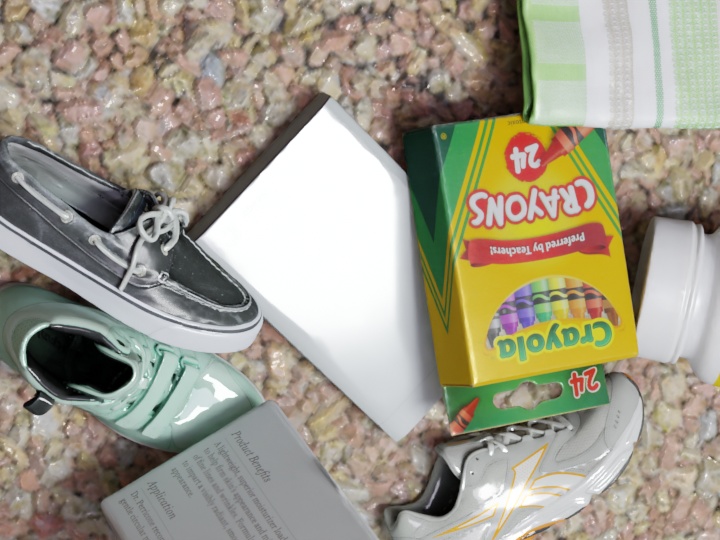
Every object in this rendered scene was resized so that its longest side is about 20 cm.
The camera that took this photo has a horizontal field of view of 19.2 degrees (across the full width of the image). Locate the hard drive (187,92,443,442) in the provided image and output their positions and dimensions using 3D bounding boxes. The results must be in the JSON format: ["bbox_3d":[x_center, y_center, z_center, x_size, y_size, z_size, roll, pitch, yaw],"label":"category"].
[{"bbox_3d":[0.000,0.000,1.384,0.132,0.026,0.200,-47,112,-3],"label":"hard drive"}]

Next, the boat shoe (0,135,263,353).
[{"bbox_3d":[-0.140,-0.020,1.295,0.199,0.074,0.068,31,123,-9],"label":"boat shoe"}]

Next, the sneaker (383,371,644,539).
[{"bbox_3d":[0.102,0.131,1.425,0.200,0.076,0.092,-45,107,-5],"label":"sneaker"}]

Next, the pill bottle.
[{"bbox_3d":[0.283,0.029,1.410,0.200,0.114,0.114,11,100,2],"label":"pill bottle"}]

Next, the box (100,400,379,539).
[{"bbox_3d":[-0.039,0.224,1.307,0.131,0.199,0.200,-31,127,-9],"label":"box"}]

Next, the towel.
[{"bbox_3d":[0.195,-0.166,1.378,0.200,0.031,0.149,-3,86,-23],"label":"towel"}]

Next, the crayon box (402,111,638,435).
[{"bbox_3d":[0.107,-0.001,1.371,0.127,0.051,0.200,-10,92,-24],"label":"crayon box"}]

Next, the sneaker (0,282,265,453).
[{"bbox_3d":[-0.136,0.076,1.307,0.200,0.118,0.074,24,93,-23],"label":"sneaker"}]
